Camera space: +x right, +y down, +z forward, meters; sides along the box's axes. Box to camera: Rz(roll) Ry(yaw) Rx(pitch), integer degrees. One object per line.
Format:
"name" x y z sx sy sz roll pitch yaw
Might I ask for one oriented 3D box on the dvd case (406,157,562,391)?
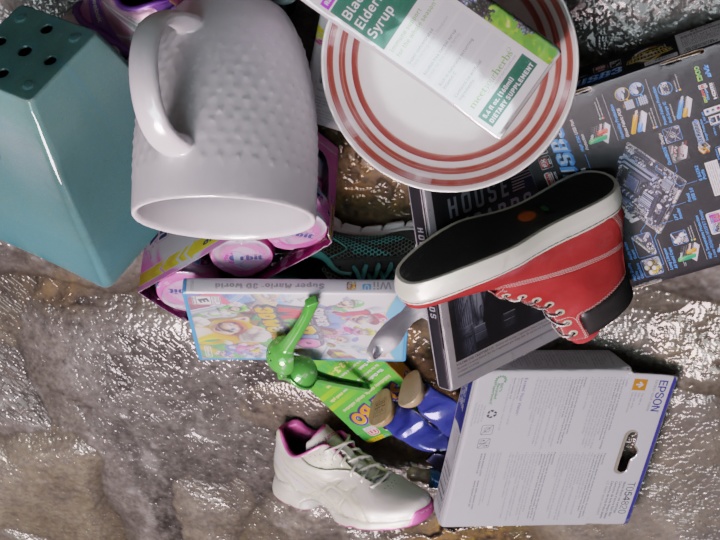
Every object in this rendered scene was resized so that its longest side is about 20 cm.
"dvd case" 0.112 -0.016 1.171 0.025 0.150 0.200 14 120 49

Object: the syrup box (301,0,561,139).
"syrup box" 0.045 -0.187 1.011 0.200 0.081 0.079 36 103 0

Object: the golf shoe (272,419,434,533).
"golf shoe" -0.015 0.211 1.421 0.200 0.075 0.092 9 116 35

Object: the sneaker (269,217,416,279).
"sneaker" 0.000 0.000 1.274 0.200 0.091 0.078 7 127 13

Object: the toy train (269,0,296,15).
"toy train" -0.070 -0.303 1.095 0.114 0.085 0.200 29 132 14

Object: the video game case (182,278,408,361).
"video game case" -0.056 0.047 1.265 0.200 0.018 0.143 0 151 0

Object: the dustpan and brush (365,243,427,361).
"dustpan and brush" 0.072 0.014 1.203 0.057 0.200 0.140 -1 126 37

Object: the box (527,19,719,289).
"box" 0.246 -0.086 1.140 0.198 0.050 0.200 -17 118 18

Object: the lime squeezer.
"lime squeezer" -0.048 0.079 1.283 0.071 0.038 0.200 -34 148 -4

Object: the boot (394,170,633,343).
"boot" 0.131 0.020 1.121 0.200 0.072 0.144 -22 124 -11

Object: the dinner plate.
"dinner plate" 0.069 -0.161 1.067 0.200 0.024 0.200 2 104 9

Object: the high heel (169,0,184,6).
"high heel" -0.201 -0.282 1.126 0.200 0.067 0.096 25 160 14

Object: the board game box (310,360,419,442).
"board game box" -0.015 0.095 1.372 0.096 0.030 0.200 -25 121 31

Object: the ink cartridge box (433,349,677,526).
"ink cartridge box" 0.185 0.165 1.334 0.200 0.041 0.200 3 123 -13

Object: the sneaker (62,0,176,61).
"sneaker" -0.159 -0.201 1.197 0.200 0.080 0.088 28 120 -1

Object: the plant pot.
"plant pot" -0.255 -0.118 1.188 0.141 0.141 0.200 23 149 25

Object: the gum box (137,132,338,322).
"gum box" -0.107 -0.048 1.252 0.200 0.114 0.066 -28 134 32

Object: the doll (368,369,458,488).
"doll" 0.097 0.181 1.384 0.136 0.048 0.200 -35 121 28

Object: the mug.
"mug" -0.118 -0.130 1.084 0.148 0.175 0.200 -5 167 25

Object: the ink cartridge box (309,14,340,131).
"ink cartridge box" 0.028 -0.206 1.132 0.115 0.068 0.200 17 128 3
